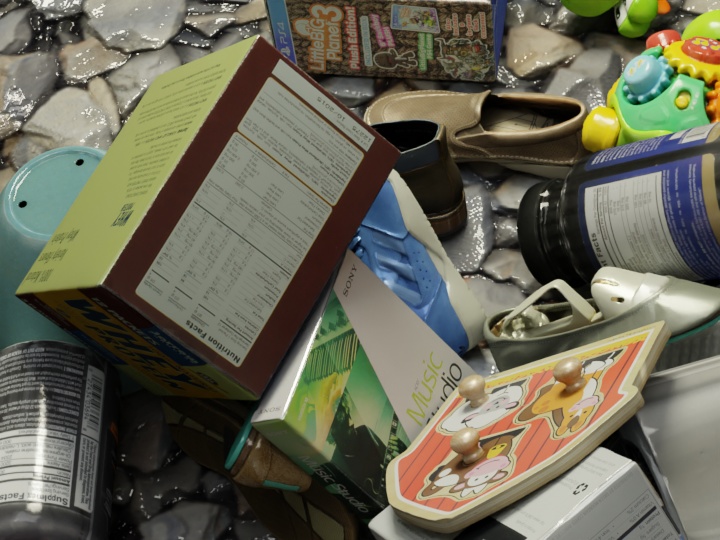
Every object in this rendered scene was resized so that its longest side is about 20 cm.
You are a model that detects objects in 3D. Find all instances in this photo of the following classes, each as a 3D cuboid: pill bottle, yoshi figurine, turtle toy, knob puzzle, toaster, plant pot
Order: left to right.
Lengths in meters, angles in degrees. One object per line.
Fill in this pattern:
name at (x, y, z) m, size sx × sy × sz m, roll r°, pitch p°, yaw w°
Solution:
pill bottle at (-0.231, 0.160, 1.209) m, size 0.105 × 0.107 × 0.202 m, roll -4°, pitch 53°, yaw 5°
plant pot at (-0.217, -0.019, 1.319) m, size 0.198 × 0.135 × 0.202 m, roll -5°, pitch 52°, yaw 6°
knob puzzle at (0.091, 0.099, 1.075) m, size 0.218 × 0.031 × 0.220 m, roll -28°, pitch 13°, yaw 7°
yoshi figurine at (0.211, -0.296, 1.493) m, size 0.111 × 0.113 × 0.202 m, roll -16°, pitch 54°, yaw 15°
pill bottle at (0.219, -0.042, 1.250) m, size 0.199 × 0.112 × 0.113 m, roll -12°, pitch 44°, yaw 42°
turtle toy at (0.270, -0.143, 1.350) m, size 0.145 × 0.102 × 0.200 m, roll 20°, pitch 32°, yaw 14°
toaster at (0.236, 0.139, 1.140) m, size 0.128 × 0.114 × 0.202 m, roll -17°, pitch 70°, yaw -11°

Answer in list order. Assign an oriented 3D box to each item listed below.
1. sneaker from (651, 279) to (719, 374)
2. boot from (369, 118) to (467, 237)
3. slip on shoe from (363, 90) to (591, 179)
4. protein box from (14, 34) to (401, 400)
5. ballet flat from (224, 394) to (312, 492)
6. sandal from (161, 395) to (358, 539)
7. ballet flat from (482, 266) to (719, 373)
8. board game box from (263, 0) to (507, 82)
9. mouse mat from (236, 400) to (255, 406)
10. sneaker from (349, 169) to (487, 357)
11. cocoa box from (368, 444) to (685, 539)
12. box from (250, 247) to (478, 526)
sneaker at (0.255, 0.058, 1.239) m, size 0.199 × 0.079 × 0.079 m, roll -30°, pitch 10°, yaw 2°
boot at (-0.014, -0.083, 1.361) m, size 0.198 × 0.097 × 0.075 m, roll 1°, pitch 47°, yaw 9°
slip on shoe at (0.097, -0.124, 1.400) m, size 0.198 × 0.061 × 0.076 m, roll 13°, pitch 56°, yaw 17°
protein box at (-0.110, -0.030, 1.174) m, size 0.201 × 0.135 × 0.198 m, roll -59°, pitch 22°, yaw -17°
ballet flat at (-0.038, 0.079, 1.191) m, size 0.072 × 0.068 × 0.201 m, roll 26°, pitch 42°, yaw -10°
sandal at (-0.069, 0.134, 1.234) m, size 0.054 × 0.081 × 0.199 m, roll -26°, pitch 47°, yaw -38°
ballet flat at (0.169, 0.032, 1.212) m, size 0.199 × 0.064 × 0.067 m, roll -21°, pitch 14°, yaw 41°
board game box at (0.030, -0.262, 1.490) m, size 0.198 × 0.097 × 0.161 m, roll 4°, pitch 54°, yaw 10°
mouse mat at (-0.036, 0.047, 1.327) m, size 0.159 × 0.008 × 0.201 m, roll 9°, pitch 56°, yaw 14°
sneaker at (0.001, 0.000, 1.266) m, size 0.111 × 0.077 × 0.201 m, roll -37°, pitch 98°, yaw -24°
cocoa box at (0.115, 0.191, 1.056) m, size 0.133 × 0.132 × 0.200 m, roll -37°, pitch 14°, yaw -11°
box at (0.020, 0.100, 1.170) m, size 0.036 × 0.200 × 0.145 m, roll -16°, pitch 43°, yaw 42°
